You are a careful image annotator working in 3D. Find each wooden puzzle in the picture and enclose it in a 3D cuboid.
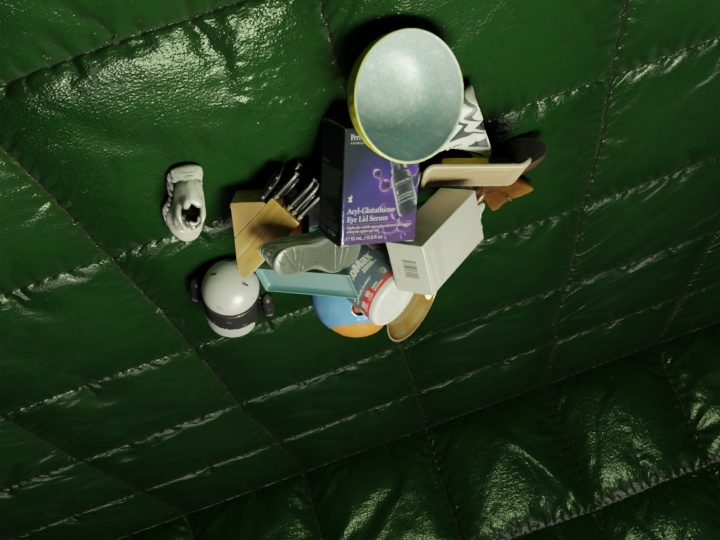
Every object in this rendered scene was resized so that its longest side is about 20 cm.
[{"bbox_3d":[0.208,-0.184,1.649,0.195,0.038,0.185,-5,176,1],"label":"wooden puzzle"}]

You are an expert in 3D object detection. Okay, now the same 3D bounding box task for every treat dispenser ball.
[{"bbox_3d":[-0.011,0.039,1.875,0.197,0.204,0.202,-16,155,-7],"label":"treat dispenser ball"}]

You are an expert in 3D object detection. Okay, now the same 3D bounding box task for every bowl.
[{"bbox_3d":[0.053,-0.274,1.380,0.196,0.205,0.107,-5,-165,-28],"label":"bowl"}]

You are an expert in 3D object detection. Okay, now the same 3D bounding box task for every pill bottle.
[{"bbox_3d":[0.000,0.000,1.698,0.119,0.199,0.121,-36,149,-26],"label":"pill bottle"}]

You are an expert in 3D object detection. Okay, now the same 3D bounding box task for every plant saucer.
[{"bbox_3d":[0.100,0.047,1.819,0.200,0.035,0.203,-41,145,-37],"label":"plant saucer"},{"bbox_3d":[-0.099,0.018,1.642,0.196,0.019,0.070,3,142,23],"label":"plant saucer"}]

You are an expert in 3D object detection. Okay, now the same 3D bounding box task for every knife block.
[{"bbox_3d":[-0.140,-0.089,1.580,0.171,0.064,0.204,0,116,5],"label":"knife block"}]

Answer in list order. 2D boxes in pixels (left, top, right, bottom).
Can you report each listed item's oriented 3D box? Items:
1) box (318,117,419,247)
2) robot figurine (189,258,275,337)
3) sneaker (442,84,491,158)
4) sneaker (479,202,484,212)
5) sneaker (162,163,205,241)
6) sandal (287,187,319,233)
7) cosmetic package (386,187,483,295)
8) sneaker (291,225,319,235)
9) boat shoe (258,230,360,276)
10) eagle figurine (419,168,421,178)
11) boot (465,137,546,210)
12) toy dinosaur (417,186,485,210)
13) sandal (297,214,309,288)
[{"bbox_3d":[0.014,-0.154,1.501,0.145,0.104,0.204,-7,111,-24],"label":"box"},{"bbox_3d":[-0.265,0.058,1.826,0.148,0.126,0.201,-24,157,-15],"label":"robot figurine"},{"bbox_3d":[0.160,-0.244,1.587,0.127,0.081,0.199,-17,161,10],"label":"sneaker"},{"bbox_3d":[0.231,-0.082,1.978,0.087,0.076,0.201,-23,156,-22],"label":"sneaker"},{"bbox_3d":[-0.302,-0.097,1.536,0.074,0.082,0.201,-13,156,-16],"label":"sneaker"},{"bbox_3d":[-0.106,-0.119,1.645,0.202,0.060,0.080,-8,139,8],"label":"sandal"},{"bbox_3d":[0.141,-0.056,1.619,0.084,0.109,0.200,8,-144,35],"label":"cosmetic package"},{"bbox_3d":[-0.102,-0.066,1.740,0.073,0.083,0.201,-6,152,-28],"label":"sneaker"},{"bbox_3d":[-0.084,-0.037,1.562,0.199,0.064,0.076,-12,124,-39],"label":"boat shoe"},{"bbox_3d":[0.067,-0.122,1.698,0.152,0.151,0.200,-50,139,-2],"label":"eagle figurine"},{"bbox_3d":[0.321,-0.188,1.823,0.186,0.070,0.199,-30,154,20],"label":"boot"},{"bbox_3d":[0.178,-0.099,1.845,0.196,0.107,0.182,-21,-175,7],"label":"toy dinosaur"},{"bbox_3d":[-0.114,-0.031,1.659,0.044,0.076,0.202,-2,143,-2],"label":"sandal"}]
